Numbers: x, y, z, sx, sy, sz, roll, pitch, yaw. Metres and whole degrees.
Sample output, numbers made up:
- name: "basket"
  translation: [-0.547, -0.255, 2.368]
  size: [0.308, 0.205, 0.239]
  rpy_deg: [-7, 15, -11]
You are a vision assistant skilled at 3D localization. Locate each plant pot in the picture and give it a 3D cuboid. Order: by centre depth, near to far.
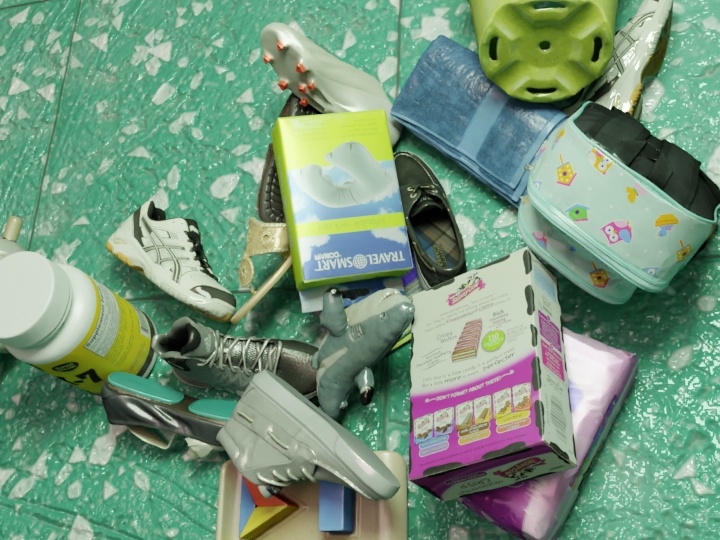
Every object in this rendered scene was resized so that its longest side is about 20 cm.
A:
- name: "plant pot"
  translation: [0.189, -0.281, 0.929]
  size: [0.200, 0.201, 0.185]
  rpy_deg: [-6, 49, 17]

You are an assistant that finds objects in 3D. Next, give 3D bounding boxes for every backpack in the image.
- name: "backpack"
  translation: [0.235, -0.061, 0.829]
  size: [0.176, 0.200, 0.153]
  rpy_deg: [40, 108, 7]

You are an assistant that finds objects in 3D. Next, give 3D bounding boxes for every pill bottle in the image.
- name: "pill bottle"
  translation: [-0.318, 0.061, 0.983]
  size: [0.114, 0.200, 0.115]
  rpy_deg: [-7, 65, 16]

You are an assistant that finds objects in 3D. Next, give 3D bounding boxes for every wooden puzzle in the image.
- name: "wooden puzzle"
  translation: [-0.054, 0.273, 0.882]
  size: [0.199, 0.046, 0.186]
  rpy_deg: [-6, 69, 16]

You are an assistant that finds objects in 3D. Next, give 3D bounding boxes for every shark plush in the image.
- name: "shark plush"
  translation: [-0.015, 0.102, 0.898]
  size: [0.083, 0.091, 0.200]
  rpy_deg: [40, 102, 42]

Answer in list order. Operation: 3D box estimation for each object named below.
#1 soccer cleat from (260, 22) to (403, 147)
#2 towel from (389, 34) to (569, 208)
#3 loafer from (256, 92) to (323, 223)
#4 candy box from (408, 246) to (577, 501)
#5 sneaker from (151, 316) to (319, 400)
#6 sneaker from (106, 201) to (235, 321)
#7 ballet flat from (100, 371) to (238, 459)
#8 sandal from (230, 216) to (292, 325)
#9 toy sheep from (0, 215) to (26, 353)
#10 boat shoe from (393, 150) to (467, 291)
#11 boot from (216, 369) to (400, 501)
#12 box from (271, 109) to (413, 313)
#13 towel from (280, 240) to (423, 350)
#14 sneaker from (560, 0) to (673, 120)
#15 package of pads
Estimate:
- name: "soccer cleat"
  translation: [-0.031, -0.216, 1.034]
  size: [0.069, 0.200, 0.078]
  rpy_deg: [-21, 31, 57]
- name: "towel"
  translation: [0.132, -0.167, 0.983]
  size: [0.200, 0.048, 0.112]
  rpy_deg: [40, 111, 23]
- name: "loafer"
  translation: [-0.077, -0.130, 1.063]
  size: [0.073, 0.071, 0.201]
  rpy_deg: [25, 65, -19]
- name: "candy box"
  translation: [0.115, 0.093, 0.812]
  size: [0.136, 0.061, 0.201]
  rpy_deg: [-24, 45, 32]
- name: "sneaker"
  translation: [-0.135, 0.094, 0.953]
  size: [0.199, 0.116, 0.075]
  rpy_deg: [1, 68, 20]
- name: "sneaker"
  translation: [-0.210, -0.017, 1.042]
  size: [0.200, 0.076, 0.088]
  rpy_deg: [32, 81, 27]
- name: "ballet flat"
  translation: [-0.190, 0.165, 0.973]
  size: [0.199, 0.073, 0.073]
  rpy_deg: [13, 72, 11]
- name: "sandal"
  translation: [-0.089, -0.040, 0.982]
  size: [0.070, 0.078, 0.212]
  rpy_deg: [45, 79, -6]
- name: "toy sheep"
  translation: [-0.453, 0.028, 1.083]
  size: [0.137, 0.138, 0.201]
  rpy_deg: [18, 83, 25]
- name: "boat shoe"
  translation: [0.073, -0.061, 0.969]
  size: [0.068, 0.057, 0.201]
  rpy_deg: [-14, 58, -9]
- name: "boot"
  translation: [-0.056, 0.185, 0.865]
  size: [0.200, 0.074, 0.096]
  rpy_deg: [33, 86, 39]
- name: "box"
  translation: [-0.019, -0.064, 0.942]
  size: [0.121, 0.048, 0.201]
  rpy_deg: [-8, 80, -14]
- name: "towel"
  translation: [0.000, 0.000, 1.000]
  size: [0.143, 0.023, 0.200]
  rpy_deg: [-32, 61, 3]
- name: "sneaker"
  translation: [0.276, -0.228, 0.972]
  size: [0.087, 0.076, 0.201]
  rpy_deg: [20, 75, 25]
- name: "package of pads"
  translation: [0.166, 0.146, 0.849]
  size: [0.120, 0.076, 0.200]
  rpy_deg: [24, 77, 30]
